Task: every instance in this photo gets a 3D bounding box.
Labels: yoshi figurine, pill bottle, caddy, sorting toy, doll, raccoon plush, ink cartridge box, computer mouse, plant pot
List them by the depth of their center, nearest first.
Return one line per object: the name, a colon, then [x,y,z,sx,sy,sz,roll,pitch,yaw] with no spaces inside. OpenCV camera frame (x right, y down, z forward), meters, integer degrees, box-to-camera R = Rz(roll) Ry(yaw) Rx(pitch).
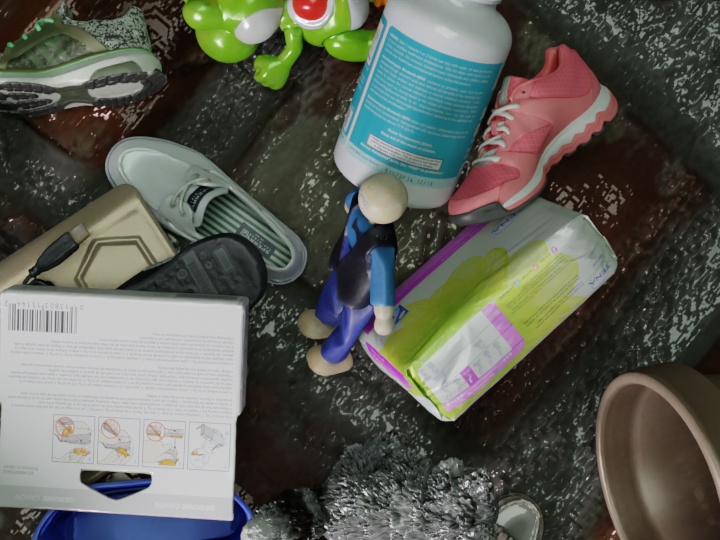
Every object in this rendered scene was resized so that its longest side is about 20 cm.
raccoon plush: [0.021,0.211,1.231,0.199,0.133,0.098,-31,114,-30]
ink cartridge box: [-0.193,0.106,1.240,0.197,0.045,0.178,3,96,2]
doll: [0.000,0.000,1.242,0.048,0.201,0.137,1,47,-21]
plant pot: [0.316,0.161,1.251,0.173,0.200,0.202,-13,84,-19]
caddy: [-0.174,0.243,1.260,0.198,0.105,0.143,-6,83,-1]
pill bottle: [0.058,-0.161,1.268,0.110,0.111,0.202,22,115,2]
computer mouse: [-0.183,0.010,1.274,0.199,0.046,0.141,-35,96,7]
sorting toy: [-0.221,0.056,1.309,0.184,0.036,0.201,-33,92,-4]
yoshi figurine: [-0.061,-0.219,1.334,0.198,0.113,0.113,3,124,-15]

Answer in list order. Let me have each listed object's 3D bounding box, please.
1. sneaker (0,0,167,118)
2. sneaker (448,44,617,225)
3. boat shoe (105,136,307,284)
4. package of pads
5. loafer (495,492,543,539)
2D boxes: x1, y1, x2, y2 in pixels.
sneaker: [-0.270,-0.189,1.333,0.198,0.077,0.090,-5,71,-7]
sneaker: [0.131,-0.117,1.298,0.200,0.073,0.087,-44,110,-26]
boat shoe: [-0.132,-0.059,1.314,0.199,0.067,0.074,28,84,2]
package of pads: [0.102,0.023,1.262,0.200,0.154,0.068,-42,110,-5]
loafer: [0.089,0.275,1.283,0.072,0.063,0.200,39,85,4]
